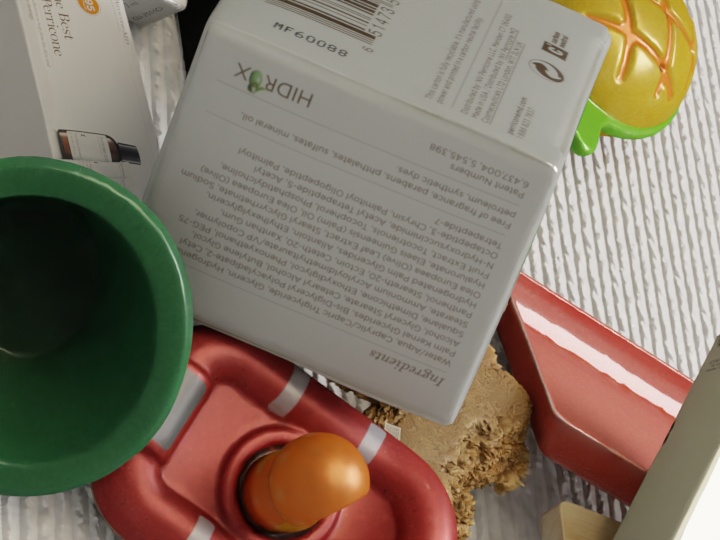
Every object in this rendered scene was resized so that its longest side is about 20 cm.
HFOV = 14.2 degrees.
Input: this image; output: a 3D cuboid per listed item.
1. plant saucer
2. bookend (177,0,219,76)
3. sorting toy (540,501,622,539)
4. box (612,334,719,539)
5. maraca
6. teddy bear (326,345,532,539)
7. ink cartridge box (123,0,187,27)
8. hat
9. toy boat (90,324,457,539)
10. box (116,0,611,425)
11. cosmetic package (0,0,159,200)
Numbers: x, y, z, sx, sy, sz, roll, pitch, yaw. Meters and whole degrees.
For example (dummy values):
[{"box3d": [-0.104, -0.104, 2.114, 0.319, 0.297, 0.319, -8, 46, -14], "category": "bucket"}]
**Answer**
[{"box3d": [0.166, 0.097, 1.782, 0.200, 0.037, 0.200, 32, 20, -23], "category": "plant saucer"}, {"box3d": [-0.017, -0.190, 1.807, 0.199, 0.092, 0.200, 17, 53, -39], "category": "bookend"}, {"box3d": [0.175, 0.262, 1.696, 0.200, 0.070, 0.199, 23, 47, -34], "category": "sorting toy"}, {"box3d": [0.212, 0.131, 1.662, 0.082, 0.068, 0.200, 41, 63, -18], "category": "box"}, {"box3d": [0.158, -0.147, 1.950, 0.200, 0.107, 0.137, -30, 88, -52], "category": "maraca"}, {"box3d": [0.016, 0.114, 1.652, 0.145, 0.067, 0.200, 42, 46, -5], "category": "teddy bear"}, {"box3d": [-0.167, -0.269, 1.700, 0.176, 0.045, 0.200, 28, 57, -40], "category": "ink cartridge box"}, {"box3d": [-0.176, 0.000, 1.521, 0.166, 0.200, 0.176, 5, 12, -9], "category": "hat"}, {"box3d": [-0.034, 0.115, 1.501, 0.200, 0.131, 0.131, 36, 70, -14], "category": "toy boat"}, {"box3d": [0.005, -0.061, 1.545, 0.200, 0.171, 0.199, 24, 29, 1], "category": "box"}, {"box3d": [-0.155, -0.065, 1.602, 0.083, 0.051, 0.200, 8, 57, -44], "category": "cosmetic package"}]
